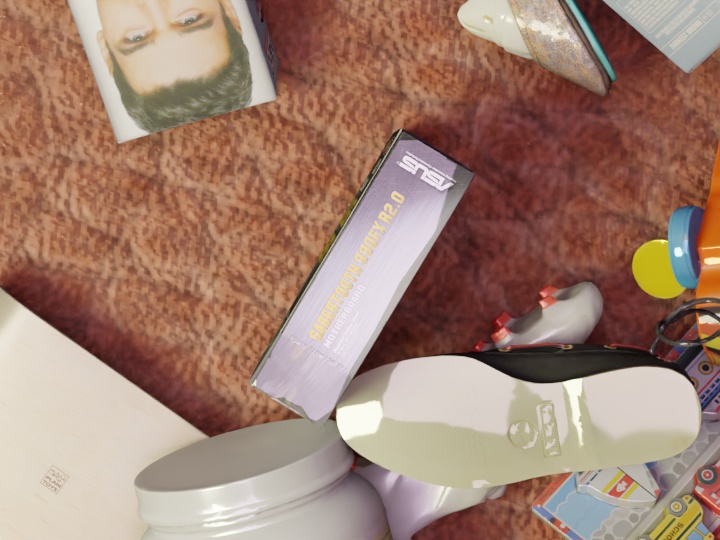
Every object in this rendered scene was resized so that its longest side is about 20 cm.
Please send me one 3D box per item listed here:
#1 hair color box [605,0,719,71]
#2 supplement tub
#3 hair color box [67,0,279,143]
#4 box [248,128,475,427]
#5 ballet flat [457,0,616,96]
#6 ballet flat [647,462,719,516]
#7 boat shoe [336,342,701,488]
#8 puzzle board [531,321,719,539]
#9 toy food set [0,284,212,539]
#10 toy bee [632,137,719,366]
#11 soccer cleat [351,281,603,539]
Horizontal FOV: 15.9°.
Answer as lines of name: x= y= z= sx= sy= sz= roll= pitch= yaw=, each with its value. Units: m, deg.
hair color box: x=0.146 y=-0.219 z=1.464 sx=0.200 sy=0.061 sz=0.099 roll=41 pitch=51 yaw=-5
supplement tub: x=-0.044 y=0.197 z=1.455 sx=0.145 sy=0.145 sz=0.200 roll=-14 pitch=100 yaw=3
hair color box: x=-0.122 y=-0.184 z=1.476 sx=0.099 sy=0.061 sz=0.200 roll=-15 pitch=114 yaw=6
box: x=0.000 y=0.000 z=1.440 sx=0.048 sy=0.200 sz=0.159 roll=31 pitch=93 yaw=-1
ballet flat: x=0.079 y=-0.178 z=1.507 sx=0.067 sy=0.068 sz=0.200 roll=-28 pitch=79 yaw=6
ballet flat: x=0.241 y=0.148 z=1.498 sx=0.200 sy=0.067 sz=0.062 roll=12 pitch=112 yaw=4
boat shoe: x=0.087 y=0.079 z=1.437 sx=0.201 sy=0.063 sz=0.074 roll=-2 pitch=97 yaw=-1
puzzle board: x=0.216 y=0.111 z=1.464 sx=0.151 sy=0.017 sz=0.200 roll=38 pitch=67 yaw=16
toy food set: x=-0.179 y=0.119 z=1.526 sx=0.200 sy=0.060 sz=0.144 roll=35 pitch=90 yaw=-5
toy bee: x=0.210 y=0.011 z=1.464 sx=0.200 sy=0.131 sz=0.109 roll=-45 pitch=130 yaw=-31
soccer cleat: x=0.074 y=0.087 z=1.506 sx=0.200 sy=0.069 sz=0.078 roll=-42 pitch=94 yaw=9
